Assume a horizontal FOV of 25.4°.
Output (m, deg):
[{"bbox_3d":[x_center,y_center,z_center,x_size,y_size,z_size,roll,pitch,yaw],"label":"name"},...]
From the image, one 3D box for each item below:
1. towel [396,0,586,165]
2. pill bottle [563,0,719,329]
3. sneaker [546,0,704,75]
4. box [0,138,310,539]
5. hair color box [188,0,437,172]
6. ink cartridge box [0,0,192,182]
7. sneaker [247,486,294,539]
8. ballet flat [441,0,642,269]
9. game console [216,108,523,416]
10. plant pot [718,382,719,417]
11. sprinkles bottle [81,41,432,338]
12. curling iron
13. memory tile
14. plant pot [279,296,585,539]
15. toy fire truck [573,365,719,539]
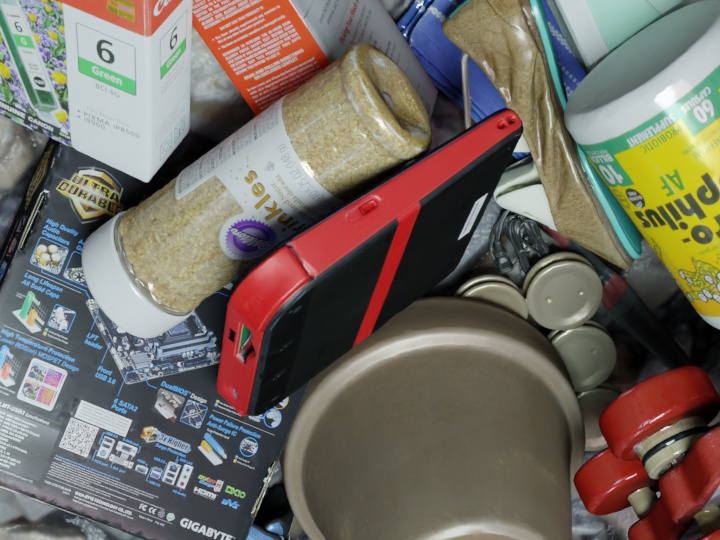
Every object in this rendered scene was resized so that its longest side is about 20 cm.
[{"bbox_3d":[0.133,-0.166,0.955,0.145,0.024,0.200,40,100,-25],"label":"towel"},{"bbox_3d":[0.210,-0.038,0.876,0.112,0.113,0.201,-37,104,5],"label":"pill bottle"},{"bbox_3d":[0.143,-0.209,0.887,0.118,0.074,0.201,-30,128,5],"label":"sneaker"},{"bbox_3d":[-0.128,0.050,0.939,0.199,0.050,0.200,24,83,-23],"label":"box"},{"bbox_3d":[-0.037,-0.140,0.878,0.061,0.102,0.201,-21,119,26],"label":"hair color box"},{"bbox_3d":[-0.142,-0.146,0.812,0.108,0.051,0.201,24,143,12],"label":"ink cartridge box"},{"bbox_3d":[-0.075,0.191,1.033,0.088,0.079,0.201,-21,116,0],"label":"sneaker"},{"bbox_3d":[0.102,-0.079,0.947,0.072,0.068,0.201,-20,120,16],"label":"ballet flat"},{"bbox_3d":[0.000,0.000,0.868,0.176,0.200,0.031,-37,78,-19],"label":"game console"},{"bbox_3d":[0.338,0.071,1.029,0.182,0.201,0.202,11,111,-5],"label":"plant pot"},{"bbox_3d":[-0.057,-0.040,0.844,0.199,0.069,0.068,-33,118,24],"label":"sprinkles bottle"},{"bbox_3d":[0.158,0.020,1.041,0.199,0.026,0.050,36,106,-24],"label":"curling iron"},{"bbox_3d":[0.071,0.076,1.036,0.198,0.017,0.154,-18,120,3],"label":"memory tile"},{"bbox_3d":[0.051,0.145,0.962,0.198,0.175,0.202,-3,120,-5],"label":"plant pot"},{"bbox_3d":[0.222,0.116,0.885,0.166,0.113,0.201,-19,154,-13],"label":"toy fire truck"}]
